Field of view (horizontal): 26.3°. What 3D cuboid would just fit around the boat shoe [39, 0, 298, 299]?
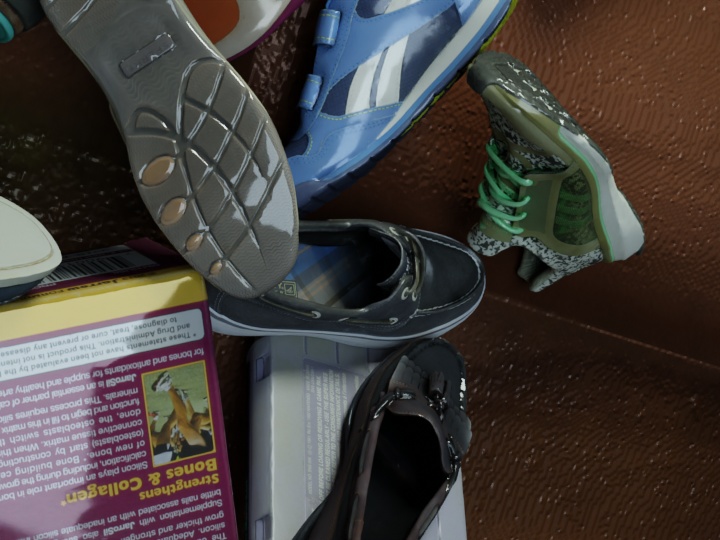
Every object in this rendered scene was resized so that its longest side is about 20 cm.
[{"bbox_3d":[-0.087,-0.082,0.762,0.074,0.073,0.201,-27,92,3],"label":"boat shoe"}]

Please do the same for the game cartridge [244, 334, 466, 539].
[{"bbox_3d":[-0.003,0.113,0.840,0.129,0.038,0.202,15,52,-23],"label":"game cartridge"}]

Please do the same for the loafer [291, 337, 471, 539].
[{"bbox_3d":[0.023,0.103,0.798,0.072,0.063,0.201,40,44,-10],"label":"loafer"}]

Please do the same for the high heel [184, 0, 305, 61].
[{"bbox_3d":[-0.048,-0.164,0.830,0.199,0.096,0.068,-32,95,6],"label":"high heel"}]

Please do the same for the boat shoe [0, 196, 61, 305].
[{"bbox_3d":[-0.214,0.005,0.655,0.199,0.075,0.062,-12,138,-56],"label":"boat shoe"}]

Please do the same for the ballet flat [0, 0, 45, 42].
[{"bbox_3d":[-0.221,-0.193,0.729,0.200,0.068,0.069,42,71,-36],"label":"ballet flat"}]

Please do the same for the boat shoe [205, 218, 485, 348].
[{"bbox_3d":[0.000,0.000,0.844,0.198,0.066,0.071,4,71,-35],"label":"boat shoe"}]

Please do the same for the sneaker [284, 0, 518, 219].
[{"bbox_3d":[0.001,-0.108,0.843,0.082,0.074,0.200,42,89,-1],"label":"sneaker"}]

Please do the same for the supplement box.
[{"bbox_3d":[-0.142,0.097,0.795,0.130,0.103,0.202,-10,103,-23],"label":"supplement box"}]

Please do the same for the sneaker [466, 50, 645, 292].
[{"bbox_3d":[0.096,-0.043,0.875,0.088,0.077,0.200,-39,139,3],"label":"sneaker"}]
